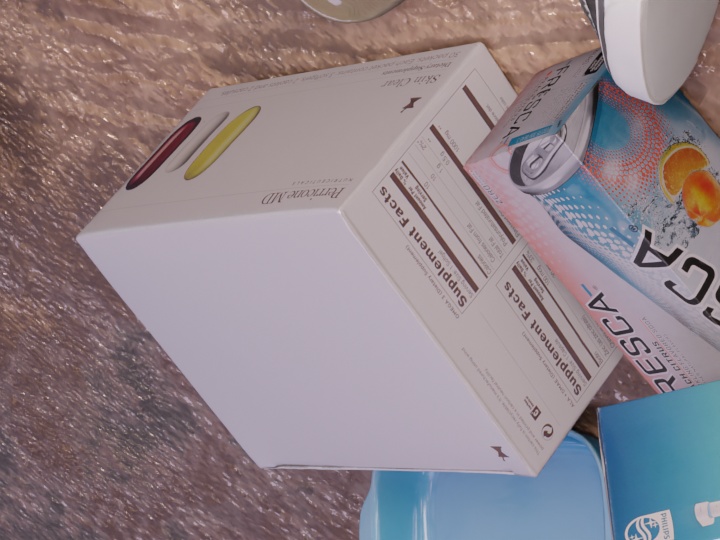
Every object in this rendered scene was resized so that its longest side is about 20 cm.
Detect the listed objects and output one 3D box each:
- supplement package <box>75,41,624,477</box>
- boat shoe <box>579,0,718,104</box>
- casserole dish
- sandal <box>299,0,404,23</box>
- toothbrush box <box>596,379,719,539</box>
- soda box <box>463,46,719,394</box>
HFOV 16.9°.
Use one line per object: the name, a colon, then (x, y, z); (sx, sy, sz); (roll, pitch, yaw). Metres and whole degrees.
supplement package: (0.000, 0.000, 1.092); (0.200, 0.111, 0.156); (-5, 129, 50)
boat shoe: (0.086, -0.149, 0.838); (0.064, 0.071, 0.200); (19, 137, 30)
casserole dish: (0.074, 0.137, 1.219); (0.200, 0.039, 0.122); (-6, 84, 50)
sandal: (0.009, -0.141, 0.943); (0.080, 0.054, 0.200); (41, 151, -4)
toothbrush box: (0.206, 0.106, 0.934); (0.199, 0.085, 0.147); (-14, 131, 12)
soda box: (0.137, 0.003, 0.990); (0.200, 0.064, 0.068); (48, 150, -16)
